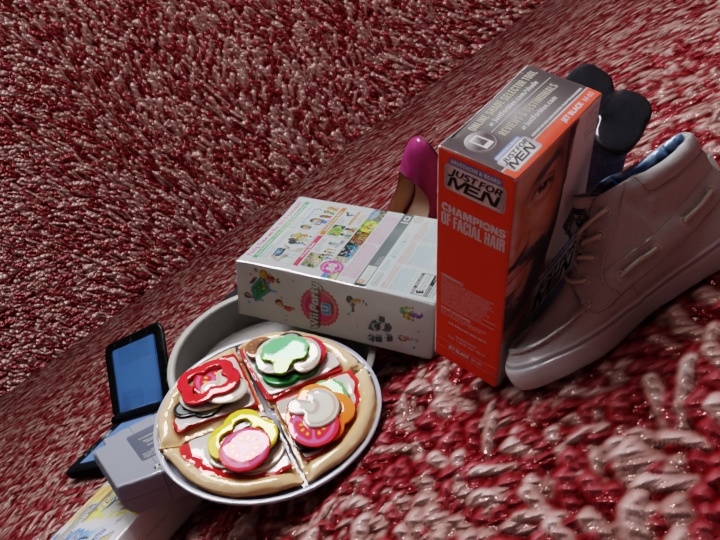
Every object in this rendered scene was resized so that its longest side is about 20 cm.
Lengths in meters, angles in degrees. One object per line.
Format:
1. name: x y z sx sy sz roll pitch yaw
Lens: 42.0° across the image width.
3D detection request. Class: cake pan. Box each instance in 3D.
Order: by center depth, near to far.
1. cake pan: -0.082 0.090 0.888 0.197 0.037 0.201 -4 38 3

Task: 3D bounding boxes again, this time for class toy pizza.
1. toy pizza: -0.081 0.114 0.798 0.197 0.032 0.201 -6 36 4

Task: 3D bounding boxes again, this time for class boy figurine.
1. boy figurine: 0.164 -0.065 0.741 0.065 0.124 0.201 -50 -15 -24

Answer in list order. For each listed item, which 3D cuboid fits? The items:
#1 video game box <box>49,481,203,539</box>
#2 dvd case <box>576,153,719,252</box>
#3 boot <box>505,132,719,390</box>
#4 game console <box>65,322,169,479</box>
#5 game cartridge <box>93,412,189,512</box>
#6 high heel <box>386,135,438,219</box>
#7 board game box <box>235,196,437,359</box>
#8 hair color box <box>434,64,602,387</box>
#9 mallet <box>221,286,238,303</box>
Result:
1. video game box: -0.258 0.273 0.917 0.181 0.047 0.200 -20 20 45
2. dvd case: 0.196 -0.025 0.804 0.199 0.022 0.146 -24 17 49
3. boot: 0.166 -0.009 0.650 0.199 0.096 0.074 -36 12 2
4. game console: -0.346 0.186 1.316 0.199 0.117 0.176 -23 18 50
5. game cartridge: -0.150 0.159 0.905 0.198 0.042 0.133 -24 24 -22
6. high heel: 0.051 -0.066 1.082 0.096 0.067 0.201 -36 -33 -18
7. board game box: 0.000 0.000 0.912 0.197 0.065 0.148 12 33 19
8. hair color box: 0.108 -0.026 0.666 0.063 0.202 0.111 27 53 29
9. mallet: -0.145 0.082 0.984 0.066 0.041 0.201 -29 24 38
